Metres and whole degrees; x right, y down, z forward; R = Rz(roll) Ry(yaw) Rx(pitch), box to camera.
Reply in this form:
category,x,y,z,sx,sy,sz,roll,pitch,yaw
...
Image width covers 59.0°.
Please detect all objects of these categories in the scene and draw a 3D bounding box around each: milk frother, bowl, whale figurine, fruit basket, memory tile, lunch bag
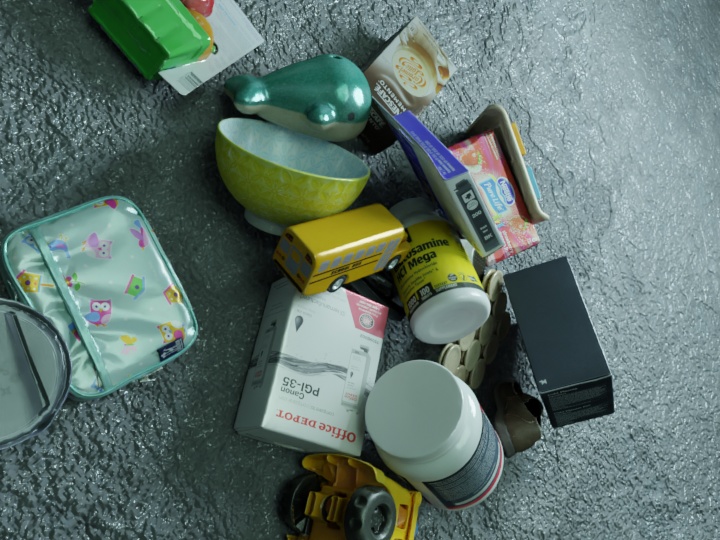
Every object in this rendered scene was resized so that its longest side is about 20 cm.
category,x,y,z,sx,sy,sz,roll,pitch,yaw
milk frother,-0.367,0.113,0.513,0.180,0.188,0.200,37,58,-22
bowl,-0.098,-0.109,0.813,0.200,0.200,0.108,4,118,-36
whale figurine,-0.078,-0.244,0.859,0.199,0.104,0.159,2,34,-28
fruit basket,-0.237,-0.332,0.815,0.185,0.094,0.200,49,39,-16
memory tile,0.178,0.109,0.977,0.200,0.017,0.154,-53,141,-28
lunch bag,-0.277,0.033,0.673,0.160,0.077,0.201,-28,95,-38

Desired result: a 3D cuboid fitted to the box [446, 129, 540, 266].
category,x,y,z,sx,sy,sz,roll,pitch,yaw
box,0.196,-0.113,1.036,0.099,0.095,0.201,-23,92,-10

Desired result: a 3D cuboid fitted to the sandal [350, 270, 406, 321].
category,x,y,z,sx,sy,sz,roll,pitch,yaw
sandal,0.000,0.000,0.885,0.043,0.076,0.200,-44,108,4

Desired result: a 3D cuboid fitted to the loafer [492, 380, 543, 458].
category,x,y,z,sx,sy,sz,roll,pitch,yaw
loafer,0.245,0.222,0.965,0.200,0.071,0.073,-49,119,-73

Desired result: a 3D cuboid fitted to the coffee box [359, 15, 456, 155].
category,x,y,z,sx,sy,sz,roll,pitch,yaw
coffee box,0.057,-0.296,1.013,0.114,0.080,0.200,46,55,-17

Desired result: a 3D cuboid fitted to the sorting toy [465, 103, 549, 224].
category,x,y,z,sx,sy,sz,roll,pitch,yaw
sorting toy,0.247,-0.169,1.066,0.036,0.185,0.201,-24,90,-3

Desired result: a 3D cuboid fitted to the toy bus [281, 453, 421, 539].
category,x,y,z,sx,sy,sz,roll,pitch,yaw
toy bus,-0.001,0.345,0.772,0.192,0.135,0.201,37,59,-42

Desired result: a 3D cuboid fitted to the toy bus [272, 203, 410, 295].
category,x,y,z,sx,sy,sz,roll,pitch,yaw
toy bus,-0.013,-0.031,0.795,0.200,0.078,0.065,-20,58,-44

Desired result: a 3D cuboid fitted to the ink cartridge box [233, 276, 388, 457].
category,x,y,z,sx,sy,sz,roll,pitch,yaw
ink cartridge box,-0.057,0.123,0.806,0.146,0.083,0.201,24,64,-27

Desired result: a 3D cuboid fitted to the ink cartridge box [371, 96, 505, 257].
category,x,y,z,sx,sy,sz,roll,pitch,yaw
ink cartridge box,0.106,-0.139,0.876,0.043,0.198,0.200,-35,131,4

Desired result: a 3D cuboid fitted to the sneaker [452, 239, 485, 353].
category,x,y,z,sx,sy,sz,roll,pitch,yaw
sneaker,0.147,0.050,1.001,0.073,0.084,0.201,-5,100,-56

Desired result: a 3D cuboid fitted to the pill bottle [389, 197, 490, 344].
category,x,y,z,sx,sy,sz,roll,pitch,yaw
pill bottle,0.099,-0.005,0.910,0.112,0.113,0.200,11,44,-34

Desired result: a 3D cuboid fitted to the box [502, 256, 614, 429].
category,x,y,z,sx,sy,sz,roll,pitch,yaw
box,0.309,0.116,0.986,0.182,0.104,0.201,52,24,-55

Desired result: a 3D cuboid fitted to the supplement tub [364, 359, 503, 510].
category,x,y,z,sx,sy,sz,roll,pitch,yaw
supplement tub,0.098,0.215,0.819,0.200,0.140,0.141,57,46,-48
